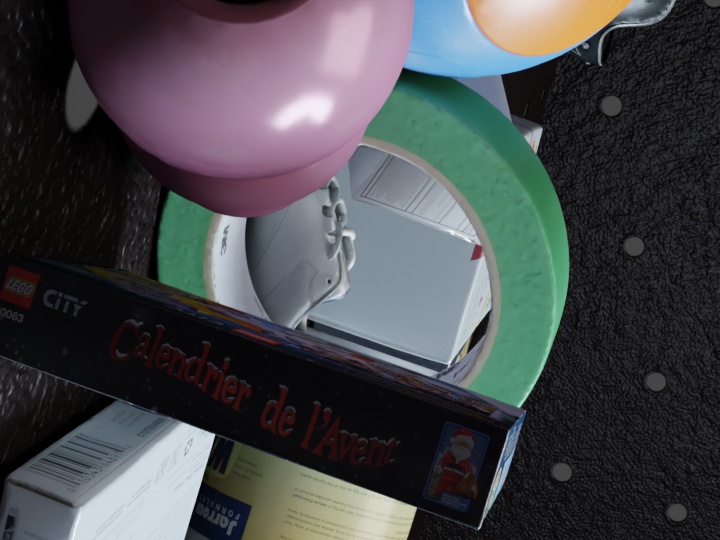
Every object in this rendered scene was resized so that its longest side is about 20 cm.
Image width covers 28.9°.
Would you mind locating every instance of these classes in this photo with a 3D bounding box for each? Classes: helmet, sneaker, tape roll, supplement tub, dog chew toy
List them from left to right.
[{"bbox_3d":[-0.045,-0.081,0.544,0.200,0.123,0.126,103,8,-73],"label":"dog chew toy"},{"bbox_3d":[-0.038,-0.031,0.749,0.075,0.086,0.202,-44,149,-66],"label":"sneaker"},{"bbox_3d":[-0.034,0.144,0.905,0.144,0.143,0.202,39,69,-80],"label":"supplement tub"},{"bbox_3d":[0.000,0.000,0.680,0.048,0.198,0.202,-52,158,-63],"label":"tape roll"},{"bbox_3d":[0.325,-0.383,1.860,0.200,0.189,0.202,48,31,-42],"label":"helmet"}]

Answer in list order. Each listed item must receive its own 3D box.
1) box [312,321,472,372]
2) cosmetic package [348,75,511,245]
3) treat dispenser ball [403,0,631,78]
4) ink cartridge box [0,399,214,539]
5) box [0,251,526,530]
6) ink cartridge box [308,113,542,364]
[{"bbox_3d":[0.020,0.084,1.172,0.106,0.121,0.202,-52,157,-62],"label":"box"},{"bbox_3d":[0.034,-0.111,0.774,0.051,0.082,0.201,-50,-148,36],"label":"cosmetic package"},{"bbox_3d":[0.048,-0.187,0.615,0.201,0.199,0.203,18,90,-80],"label":"treat dispenser ball"},{"bbox_3d":[-0.134,0.163,0.685,0.200,0.040,0.202,-39,145,-73],"label":"ink cartridge box"},{"bbox_3d":[-0.035,0.044,0.559,0.137,0.198,0.038,13,95,-80],"label":"box"},{"bbox_3d":[0.028,-0.045,0.925,0.200,0.143,0.147,-36,143,-75],"label":"ink cartridge box"}]
